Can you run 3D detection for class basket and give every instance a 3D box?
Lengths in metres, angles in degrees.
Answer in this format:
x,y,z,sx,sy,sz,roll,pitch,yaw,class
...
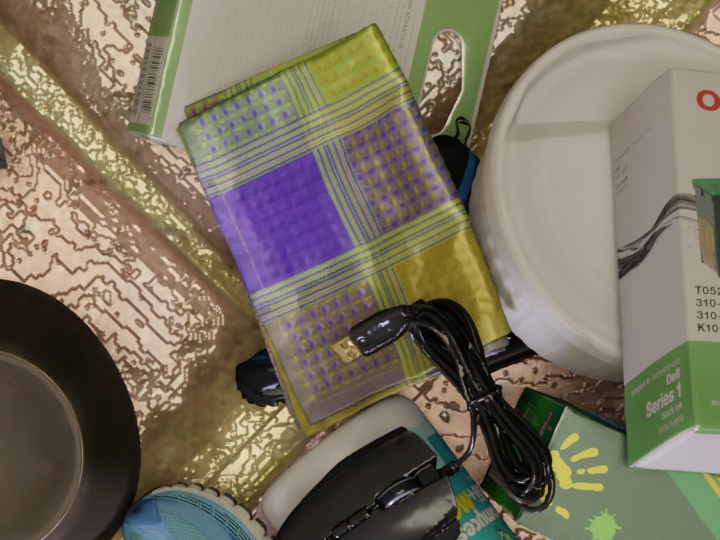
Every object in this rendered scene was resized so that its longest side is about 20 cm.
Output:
x,y,z,sx,sy,sz,roll,pitch,yaw,class
-0.202,0.092,1.301,0.136,0.200,0.181,-27,91,-1,basket

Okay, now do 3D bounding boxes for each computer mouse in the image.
x,y,z,sx,sy,sz,roll,pitch,yaw,class
0.000,0.104,1.247,0.200,0.046,0.141,-37,68,31,computer mouse

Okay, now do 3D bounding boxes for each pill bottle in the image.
x,y,z,sx,sy,sz,roll,pitch,yaw,class
0.041,0.179,1.335,0.111,0.111,0.200,-37,82,-1,pill bottle

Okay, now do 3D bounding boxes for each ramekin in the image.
x,y,z,sx,sy,sz,roll,pitch,yaw,class
0.152,-0.030,1.313,0.202,0.094,0.203,5,71,-15,ramekin

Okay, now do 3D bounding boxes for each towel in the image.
x,y,z,sx,sy,sz,roll,pitch,yaw,class
-0.011,-0.022,1.298,0.143,0.023,0.201,-22,89,22,towel

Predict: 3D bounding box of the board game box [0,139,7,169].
x,y,z,sx,sy,sz,roll,pitch,yaw,class
-0.247,-0.153,1.328,0.034,0.134,0.201,-13,92,-2,board game box

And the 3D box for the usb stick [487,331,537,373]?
x,y,z,sx,sy,sz,roll,pitch,yaw,class
0.142,0.007,1.395,0.199,0.033,0.056,-22,82,-1,usb stick

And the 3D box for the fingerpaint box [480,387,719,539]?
x,y,z,sx,sy,sz,roll,pitch,yaw,class
0.165,0.133,1.314,0.166,0.200,0.074,24,89,-1,fingerpaint box

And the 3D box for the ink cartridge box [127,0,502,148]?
x,y,z,sx,sy,sz,roll,pitch,yaw,class
-0.025,-0.128,1.381,0.199,0.048,0.146,12,91,-24,ink cartridge box

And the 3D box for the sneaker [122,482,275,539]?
x,y,z,sx,sy,sz,roll,pitch,yaw,class
-0.076,0.199,1.327,0.090,0.079,0.200,-33,54,-27,sneaker

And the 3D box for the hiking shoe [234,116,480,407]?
x,y,z,sx,sy,sz,roll,pitch,yaw,class
0.000,0.000,1.366,0.200,0.074,0.087,-36,101,-7,hiking shoe

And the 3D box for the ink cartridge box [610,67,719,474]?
x,y,z,sx,sy,sz,roll,pitch,yaw,class
0.215,0.003,1.221,0.146,0.084,0.201,5,69,-16,ink cartridge box
